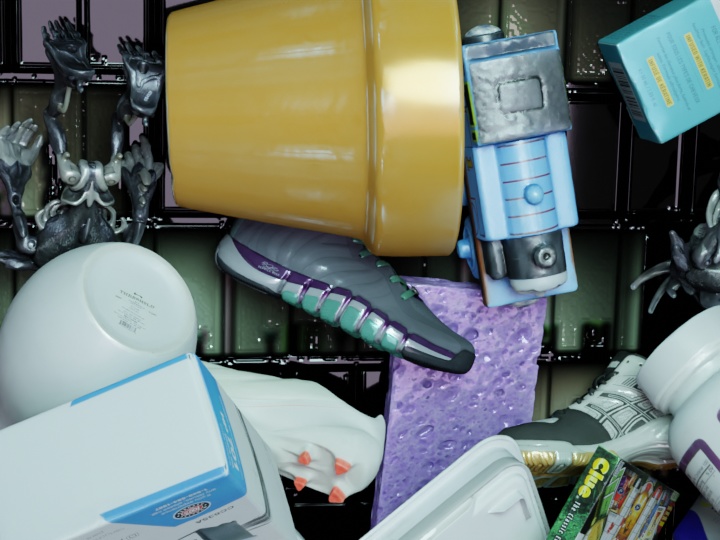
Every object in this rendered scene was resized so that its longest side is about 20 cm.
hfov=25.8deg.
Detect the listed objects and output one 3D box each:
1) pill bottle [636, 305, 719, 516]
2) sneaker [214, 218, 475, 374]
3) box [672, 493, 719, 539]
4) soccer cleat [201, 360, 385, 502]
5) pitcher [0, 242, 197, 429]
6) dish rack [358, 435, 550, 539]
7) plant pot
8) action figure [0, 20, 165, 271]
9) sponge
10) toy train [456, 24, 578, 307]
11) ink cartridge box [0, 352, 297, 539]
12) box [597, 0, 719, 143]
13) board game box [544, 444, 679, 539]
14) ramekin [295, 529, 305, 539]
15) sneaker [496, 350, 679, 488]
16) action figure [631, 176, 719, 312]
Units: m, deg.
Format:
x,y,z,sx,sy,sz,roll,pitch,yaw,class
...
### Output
x,y,z,sx,sy,sz,roll,pitch,yaw,class
0.281,0.125,1.071,0.112,0.112,0.201,-37,67,0,pill bottle
0.000,0.000,1.103,0.198,0.074,0.088,25,87,2,sneaker
0.370,0.186,1.187,0.183,0.105,0.201,36,92,-12,box
-0.077,0.103,1.130,0.198,0.078,0.070,21,126,6,soccer cleat
-0.169,0.078,1.049,0.170,0.122,0.200,26,136,-21,pitcher
0.075,0.230,1.096,0.171,0.043,0.201,-36,129,-18,dish rack
-0.033,-0.107,1.031,0.181,0.200,0.203,-2,100,-3,plant pot
-0.187,-0.065,1.065,0.118,0.103,0.201,8,125,-18,action figure
0.072,0.110,1.167,0.110,0.030,0.202,5,99,-10,sponge
0.104,-0.071,1.092,0.086,0.114,0.202,-9,96,-6,toy train
-0.133,0.144,0.988,0.145,0.200,0.087,-22,64,1,ink cartridge box
0.279,-0.175,1.138,0.199,0.049,0.083,-29,103,-2,box
0.176,0.188,1.122,0.023,0.200,0.105,31,90,27,board game box
-0.114,0.269,1.134,0.200,0.094,0.205,-1,100,-8,ramekin
0.182,0.106,1.162,0.198,0.076,0.089,-5,73,-19,sneaker
0.299,-0.019,1.136,0.198,0.103,0.119,-8,136,31,action figure
